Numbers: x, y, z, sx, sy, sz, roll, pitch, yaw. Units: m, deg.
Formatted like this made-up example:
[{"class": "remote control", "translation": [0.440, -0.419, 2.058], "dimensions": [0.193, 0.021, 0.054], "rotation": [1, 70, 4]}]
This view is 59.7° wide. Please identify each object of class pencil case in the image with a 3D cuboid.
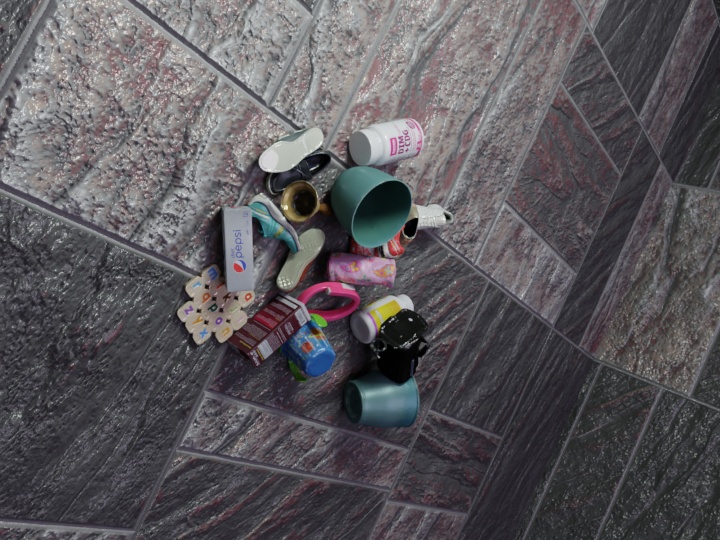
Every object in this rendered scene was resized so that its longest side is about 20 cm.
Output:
[{"class": "pencil case", "translation": [0.000, 0.000, 1.764], "dimensions": [0.198, 0.087, 0.088], "rotation": [5, 105, -4]}]

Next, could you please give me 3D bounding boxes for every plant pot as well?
[{"class": "plant pot", "translation": [0.013, -0.187, 1.693], "dimensions": [0.200, 0.161, 0.202], "rotation": [-24, 135, -27]}, {"class": "plant pot", "translation": [0.055, 0.407, 1.977], "dimensions": [0.187, 0.200, 0.202], "rotation": [-2, 108, -28]}]

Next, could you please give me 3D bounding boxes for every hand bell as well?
[{"class": "hand bell", "translation": [-0.118, -0.168, 1.652], "dimensions": [0.200, 0.104, 0.105], "rotation": [6, 102, -69]}]

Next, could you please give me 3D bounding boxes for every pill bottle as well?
[{"class": "pill bottle", "translation": [0.072, -0.356, 1.747], "dimensions": [0.199, 0.113, 0.114], "rotation": [-21, 119, -37]}, {"class": "pill bottle", "translation": [0.071, 0.142, 1.942], "dimensions": [0.199, 0.104, 0.105], "rotation": [-23, 121, -36]}]

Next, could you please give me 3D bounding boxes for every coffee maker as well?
[{"class": "coffee maker", "translation": [0.103, 0.238, 1.886], "dimensions": [0.191, 0.135, 0.201], "rotation": [-16, 140, -16]}]

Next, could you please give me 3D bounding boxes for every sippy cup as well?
[{"class": "sippy cup", "translation": [-0.140, 0.220, 1.730], "dimensions": [0.139, 0.130, 0.179], "rotation": [-31, 137, -17]}]

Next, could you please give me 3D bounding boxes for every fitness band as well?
[{"class": "fitness band", "translation": [-0.091, 0.092, 1.765], "dimensions": [0.199, 0.038, 0.144], "rotation": [10, 134, -43]}]

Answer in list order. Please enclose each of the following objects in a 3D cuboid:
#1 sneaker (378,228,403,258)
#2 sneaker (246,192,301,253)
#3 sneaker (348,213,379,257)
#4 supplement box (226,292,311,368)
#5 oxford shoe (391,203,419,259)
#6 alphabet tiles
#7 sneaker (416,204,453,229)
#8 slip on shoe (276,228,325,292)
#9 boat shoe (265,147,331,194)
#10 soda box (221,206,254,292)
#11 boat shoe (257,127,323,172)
[{"class": "sneaker", "translation": [0.086, -0.137, 1.828], "dimensions": [0.084, 0.077, 0.202], "rotation": [-7, 86, -10]}, {"class": "sneaker", "translation": [-0.222, -0.113, 1.604], "dimensions": [0.080, 0.078, 0.200], "rotation": [-40, 127, -1]}, {"class": "sneaker", "translation": [-0.006, -0.055, 1.819], "dimensions": [0.108, 0.067, 0.202], "rotation": [-40, 132, -29]}, {"class": "supplement box", "translation": [-0.240, 0.154, 1.646], "dimensions": [0.200, 0.109, 0.061], "rotation": [-41, 130, -24]}, {"class": "oxford shoe", "translation": [0.125, -0.104, 1.889], "dimensions": [0.070, 0.074, 0.201], "rotation": [2, 129, -17]}, {"class": "alphabet tiles", "translation": [-0.360, 0.084, 1.571], "dimensions": [0.195, 0.015, 0.201], "rotation": [-42, 130, -24]}, {"class": "sneaker", "translation": [0.216, -0.165, 1.968], "dimensions": [0.199, 0.099, 0.078], "rotation": [-18, 117, -38]}, {"class": "slip on shoe", "translation": [-0.161, -0.027, 1.693], "dimensions": [0.201, 0.074, 0.061], "rotation": [-61, 170, -16]}, {"class": "boat shoe", "translation": [-0.157, -0.257, 1.604], "dimensions": [0.200, 0.062, 0.075], "rotation": [-35, 129, -28]}, {"class": "soda box", "translation": [-0.297, -0.052, 1.517], "dimensions": [0.068, 0.063, 0.202], "rotation": [-4, 104, -17]}, {"class": "boat shoe", "translation": [-0.182, -0.300, 1.561], "dimensions": [0.200, 0.062, 0.073], "rotation": [-36, 122, -31]}]
